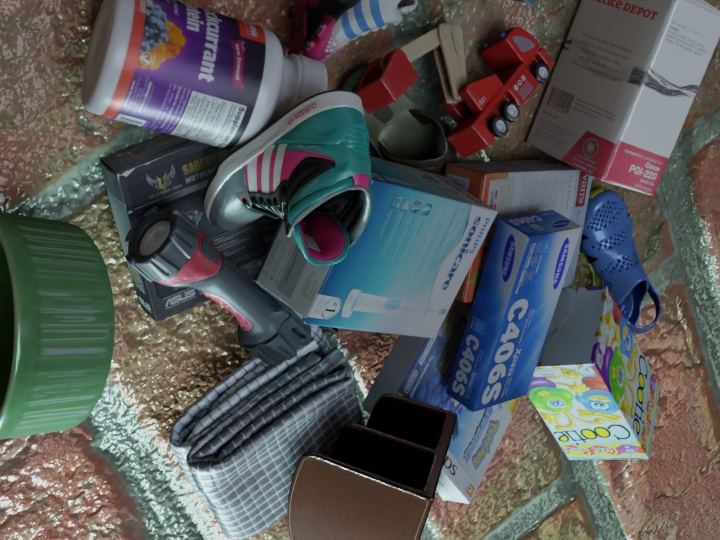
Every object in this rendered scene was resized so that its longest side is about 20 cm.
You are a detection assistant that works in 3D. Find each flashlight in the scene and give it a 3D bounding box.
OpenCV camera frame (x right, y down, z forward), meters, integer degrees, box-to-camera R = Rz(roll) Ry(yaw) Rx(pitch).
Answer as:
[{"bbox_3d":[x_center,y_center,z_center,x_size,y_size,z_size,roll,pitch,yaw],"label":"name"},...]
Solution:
[{"bbox_3d":[-0.133,0.021,1.233,0.068,0.067,0.200,-51,132,-8],"label":"flashlight"}]

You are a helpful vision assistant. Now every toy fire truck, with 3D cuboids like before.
[{"bbox_3d":[0.098,-0.194,1.317,0.141,0.049,0.200,49,58,-15],"label":"toy fire truck"}]

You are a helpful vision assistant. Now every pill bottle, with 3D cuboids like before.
[{"bbox_3d":[-0.134,-0.169,1.157,0.198,0.111,0.113,13,104,-23],"label":"pill bottle"}]

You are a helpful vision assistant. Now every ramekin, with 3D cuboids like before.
[{"bbox_3d":[-0.291,0.047,1.129,0.097,0.199,0.202,2,110,-40],"label":"ramekin"}]

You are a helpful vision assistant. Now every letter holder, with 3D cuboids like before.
[{"bbox_3d":[0.006,0.216,1.359,0.201,0.140,0.101,101,8,-53],"label":"letter holder"}]

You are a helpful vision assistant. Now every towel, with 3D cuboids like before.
[{"bbox_3d":[-0.083,0.168,1.345,0.199,0.086,0.166,-36,144,-14],"label":"towel"}]

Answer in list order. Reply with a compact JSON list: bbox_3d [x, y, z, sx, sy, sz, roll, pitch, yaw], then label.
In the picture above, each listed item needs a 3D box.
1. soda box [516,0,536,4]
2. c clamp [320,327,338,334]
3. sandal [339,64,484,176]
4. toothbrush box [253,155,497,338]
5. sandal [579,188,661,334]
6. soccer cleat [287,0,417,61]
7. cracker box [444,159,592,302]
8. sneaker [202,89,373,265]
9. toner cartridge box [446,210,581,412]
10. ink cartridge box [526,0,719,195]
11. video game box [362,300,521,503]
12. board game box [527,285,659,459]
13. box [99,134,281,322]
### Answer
[{"bbox_3d":[0.093,-0.321,1.175,0.199,0.063,0.069,33,88,-34],"label":"soda box"},{"bbox_3d":[0.000,0.000,1.355,0.200,0.027,0.171,-47,153,3],"label":"c clamp"},{"bbox_3d":[0.055,-0.129,1.341,0.200,0.057,0.080,34,91,-36],"label":"sandal"},{"bbox_3d":[0.018,-0.024,1.254,0.199,0.085,0.148,8,112,-48],"label":"toothbrush box"},{"bbox_3d":[0.301,-0.004,1.526,0.079,0.087,0.201,-31,121,-13],"label":"sandal"},{"bbox_3d":[-0.001,-0.231,1.184,0.085,0.200,0.071,4,76,-24],"label":"soccer cleat"},{"bbox_3d":[0.161,-0.046,1.404,0.199,0.057,0.136,-6,109,-47],"label":"cracker box"},{"bbox_3d":[-0.058,-0.054,1.143,0.083,0.122,0.199,8,148,-42],"label":"sneaker"},{"bbox_3d":[0.157,0.042,1.361,0.094,0.043,0.202,-12,125,-46],"label":"toner cartridge box"},{"bbox_3d":[0.276,-0.200,1.388,0.084,0.145,0.202,11,105,-32],"label":"ink cartridge box"},{"bbox_3d":[0.104,0.120,1.443,0.183,0.046,0.201,52,57,-38],"label":"video game box"},{"bbox_3d":[0.258,0.120,1.505,0.200,0.102,0.106,54,42,-43],"label":"board game box"},{"bbox_3d":[-0.133,-0.062,1.263,0.198,0.048,0.160,-24,121,-21],"label":"box"}]
